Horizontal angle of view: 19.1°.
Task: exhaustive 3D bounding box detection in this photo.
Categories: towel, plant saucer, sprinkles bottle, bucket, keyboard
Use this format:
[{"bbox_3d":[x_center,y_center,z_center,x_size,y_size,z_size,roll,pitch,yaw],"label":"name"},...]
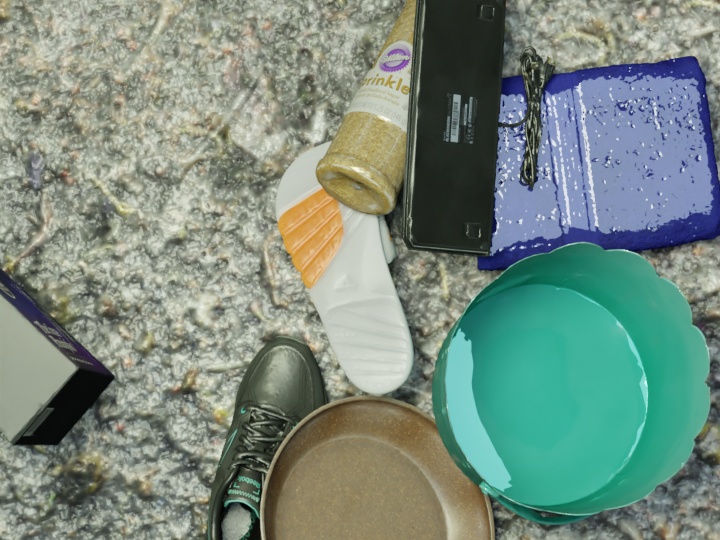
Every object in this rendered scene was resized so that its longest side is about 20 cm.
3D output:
[{"bbox_3d":[0.176,-0.083,1.662,0.198,0.050,0.149,-7,88,2],"label":"towel"},{"bbox_3d":[0.008,0.196,1.609,0.199,0.037,0.202,10,69,-27],"label":"plant saucer"},{"bbox_3d":[0.037,-0.140,1.628,0.068,0.068,0.201,26,68,3],"label":"sprinkles bottle"},{"bbox_3d":[0.149,0.088,1.589,0.206,0.135,0.209,1,82,-7],"label":"bucket"},{"bbox_3d":[0.089,-0.111,1.609,0.126,0.021,0.202,5,88,-28],"label":"keyboard"}]

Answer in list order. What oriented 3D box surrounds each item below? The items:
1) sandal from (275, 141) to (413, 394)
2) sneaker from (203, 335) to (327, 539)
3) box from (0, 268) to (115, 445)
[{"bbox_3d":[-0.007,0.004,1.646,0.079,0.059,0.208,-20,71,11],"label":"sandal"},{"bbox_3d":[-0.071,0.148,1.627,0.075,0.079,0.201,12,83,3],"label":"sneaker"},{"bbox_3d":[-0.266,0.055,1.576,0.141,0.200,0.079,40,87,3],"label":"box"}]
